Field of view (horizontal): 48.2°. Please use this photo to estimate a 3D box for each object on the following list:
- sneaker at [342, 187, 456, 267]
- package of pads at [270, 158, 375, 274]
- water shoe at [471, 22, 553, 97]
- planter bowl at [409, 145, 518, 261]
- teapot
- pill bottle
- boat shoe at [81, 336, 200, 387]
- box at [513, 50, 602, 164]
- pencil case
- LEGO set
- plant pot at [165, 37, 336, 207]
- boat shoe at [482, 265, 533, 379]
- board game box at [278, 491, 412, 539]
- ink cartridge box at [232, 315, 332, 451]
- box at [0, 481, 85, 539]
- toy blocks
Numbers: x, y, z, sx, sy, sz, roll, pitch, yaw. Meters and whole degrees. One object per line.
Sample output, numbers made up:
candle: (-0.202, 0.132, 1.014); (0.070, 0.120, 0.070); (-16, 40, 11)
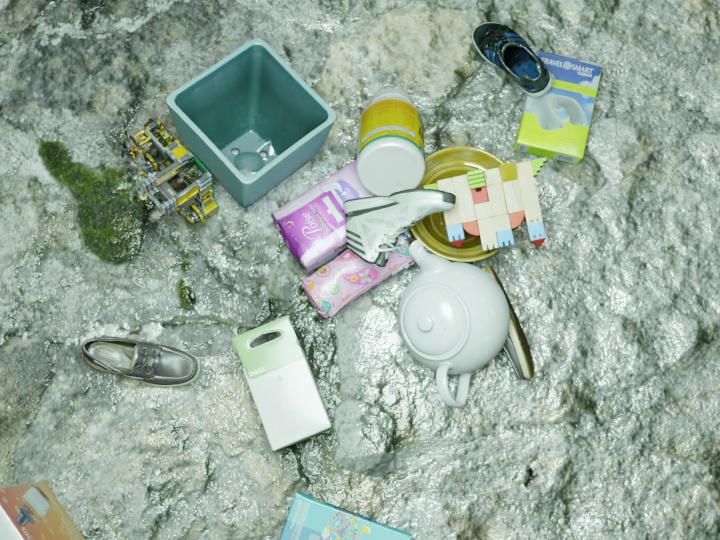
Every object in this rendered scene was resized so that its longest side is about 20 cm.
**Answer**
sneaker: (0.064, -0.064, 1.286); (0.200, 0.076, 0.116); (-6, 82, 33)
package of pads: (-0.043, -0.097, 1.391); (0.200, 0.076, 0.121); (-33, 77, -5)
water shoe: (0.264, -0.389, 1.414); (0.072, 0.079, 0.200); (-44, 60, 8)
planter bowl: (0.172, -0.106, 1.384); (0.200, 0.083, 0.201); (0, 79, 0)
teapot: (0.135, 0.083, 1.286); (0.200, 0.146, 0.198); (37, 111, 23)
pill bottle: (0.052, -0.223, 1.358); (0.113, 0.113, 0.200); (1, 41, 1)
boat shoe: (-0.372, 0.152, 1.353); (0.200, 0.065, 0.072); (13, 78, 3)
box: (0.355, -0.300, 1.438); (0.122, 0.048, 0.200); (14, 80, 3)
pencil case: (0.000, 0.000, 1.366); (0.200, 0.087, 0.087); (-32, 80, -7)
LEGO set: (-0.340, -0.151, 1.368); (0.116, 0.154, 0.200); (-39, 85, -20)
plant pot: (-0.183, -0.220, 1.346); (0.196, 0.200, 0.196); (-41, 80, -21)
boat shoe: (0.233, 0.093, 1.357); (0.065, 0.073, 0.200); (-23, 81, 18)
board game box: (-0.036, 0.465, 1.294); (0.200, 0.047, 0.151); (19, 80, 5)
ink cartridge box: (-0.130, 0.189, 1.344); (0.104, 0.059, 0.200); (-22, 79, -4)
box: (-0.524, 0.422, 1.235); (0.106, 0.200, 0.152); (-38, 81, -6)
toy blocks: (0.212, -0.092, 1.299); (0.200, 0.100, 0.137); (-11, 88, 9)
